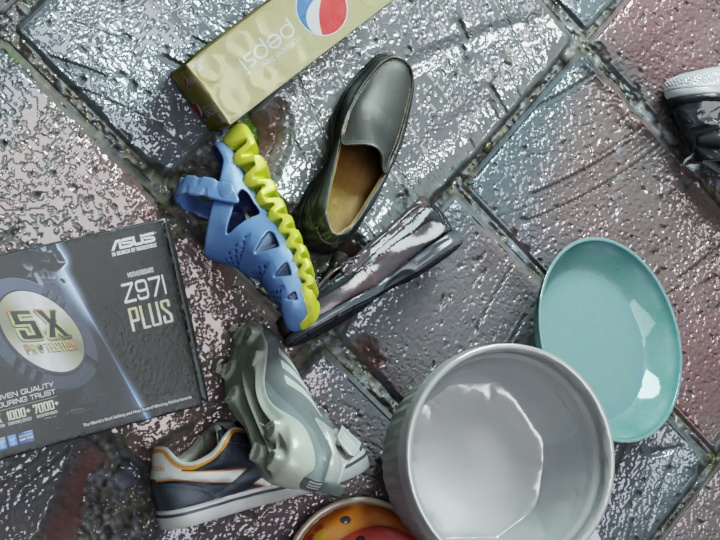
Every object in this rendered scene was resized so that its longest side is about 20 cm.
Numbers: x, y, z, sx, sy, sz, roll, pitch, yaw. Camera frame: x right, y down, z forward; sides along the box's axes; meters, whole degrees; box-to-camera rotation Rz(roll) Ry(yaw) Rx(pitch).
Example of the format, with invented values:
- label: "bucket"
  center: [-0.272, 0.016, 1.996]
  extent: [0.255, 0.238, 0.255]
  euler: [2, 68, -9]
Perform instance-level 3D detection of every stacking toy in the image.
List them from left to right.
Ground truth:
- label: "stacking toy"
  center: [0.026, 0.280, 1.306]
  extent: [0.146, 0.200, 0.146]
  euler: [0, 89, -21]

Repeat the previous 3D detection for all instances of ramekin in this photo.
- label: "ramekin"
  center: [0.113, 0.169, 1.331]
  extent: [0.200, 0.105, 0.200]
  euler: [4, 79, -19]

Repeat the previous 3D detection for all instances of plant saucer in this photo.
- label: "plant saucer"
  center: [0.231, 0.069, 1.444]
  extent: [0.200, 0.036, 0.200]
  euler: [12, 69, -36]

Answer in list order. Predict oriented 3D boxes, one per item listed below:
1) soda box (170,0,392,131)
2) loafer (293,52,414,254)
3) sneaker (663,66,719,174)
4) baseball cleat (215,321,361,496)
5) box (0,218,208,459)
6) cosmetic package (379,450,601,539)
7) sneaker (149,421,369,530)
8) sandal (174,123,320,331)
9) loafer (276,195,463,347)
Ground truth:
- label: "soda box"
  center: [-0.070, -0.211, 1.349]
  extent: [0.200, 0.064, 0.068]
  euler: [-40, 102, -17]
- label: "loafer"
  center: [0.006, -0.108, 1.370]
  extent: [0.073, 0.072, 0.200]
  euler: [23, 81, -18]
- label: "sneaker"
  center: [0.405, -0.154, 1.520]
  extent: [0.200, 0.075, 0.114]
  euler: [-9, 93, -14]
- label: "baseball cleat"
  center: [-0.061, 0.126, 1.300]
  extent: [0.106, 0.200, 0.070]
  euler: [25, 117, -30]
- label: "box"
  center: [-0.247, 0.056, 1.268]
  extent: [0.200, 0.086, 0.164]
  euler: [-13, 93, -20]
- label: "cosmetic package"
  center: [0.129, 0.225, 1.425]
  extent: [0.151, 0.052, 0.200]
  euler: [-29, 98, -16]
- label: "sneaker"
  center: [-0.089, 0.167, 1.330]
  extent: [0.200, 0.078, 0.079]
  euler: [-13, 90, -23]
- label: "sandal"
  center: [-0.098, -0.028, 1.312]
  extent: [0.087, 0.080, 0.200]
  euler: [-25, 65, -9]
- label: "loafer"
  center: [0.000, 0.000, 1.377]
  extent: [0.200, 0.072, 0.063]
  euler: [-30, 83, -21]
